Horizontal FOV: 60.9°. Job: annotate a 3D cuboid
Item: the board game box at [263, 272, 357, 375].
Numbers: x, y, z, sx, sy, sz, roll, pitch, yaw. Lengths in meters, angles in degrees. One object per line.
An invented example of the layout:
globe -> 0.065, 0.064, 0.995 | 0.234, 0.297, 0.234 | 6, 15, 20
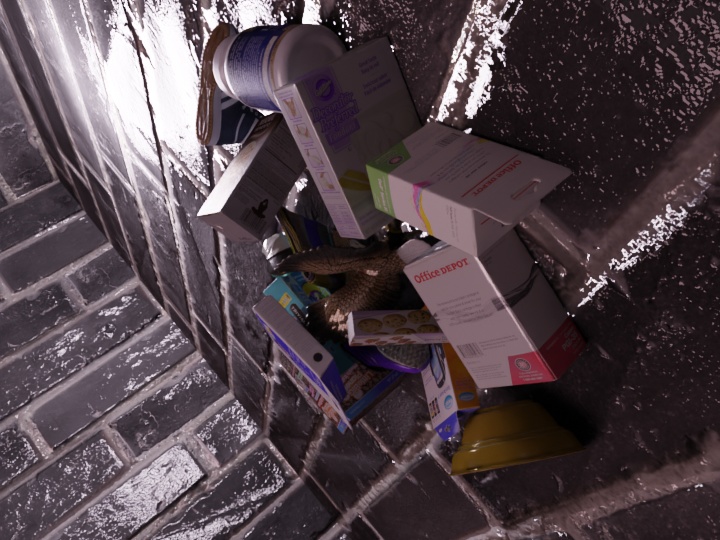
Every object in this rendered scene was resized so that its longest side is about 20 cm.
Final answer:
board game box -> -0.073, 0.091, 1.128 | 0.200, 0.047, 0.151 | 49, -165, 4

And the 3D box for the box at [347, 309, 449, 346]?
box -> 0.081, 0.080, 0.870 | 0.039, 0.199, 0.042 | 112, 155, -59

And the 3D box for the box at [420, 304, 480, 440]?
box -> 0.128, 0.151, 0.935 | 0.119, 0.041, 0.201 | 112, 149, -61

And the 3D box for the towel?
towel -> -0.071, -0.032, 1.027 | 0.144, 0.023, 0.200 | 64, -166, 17

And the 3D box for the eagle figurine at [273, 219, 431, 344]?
eagle figurine -> -0.003, 0.001, 0.893 | 0.152, 0.200, 0.151 | 47, 154, 9

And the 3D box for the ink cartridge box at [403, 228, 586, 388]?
ink cartridge box -> 0.168, 0.044, 0.786 | 0.200, 0.083, 0.146 | 57, 149, -5

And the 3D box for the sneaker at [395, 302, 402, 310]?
sneaker -> 0.065, 0.097, 1.082 | 0.087, 0.075, 0.200 | 14, 138, 6

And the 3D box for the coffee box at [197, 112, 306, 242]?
coffee box -> -0.157, -0.148, 0.961 | 0.080, 0.200, 0.114 | 37, 162, -28

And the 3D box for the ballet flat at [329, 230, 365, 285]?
ballet flat -> 0.000, 0.000, 1.030 | 0.071, 0.065, 0.200 | 48, -162, -51

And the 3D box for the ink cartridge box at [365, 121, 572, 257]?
ink cartridge box -> 0.117, -0.089, 0.677 | 0.200, 0.117, 0.067 | 31, 147, 40

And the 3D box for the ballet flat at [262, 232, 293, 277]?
ballet flat -> -0.146, -0.031, 1.107 | 0.069, 0.068, 0.200 | 63, 175, -8

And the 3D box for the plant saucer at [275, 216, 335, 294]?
plant saucer -> -0.091, -0.027, 1.145 | 0.200, 0.027, 0.200 | 54, 178, 3

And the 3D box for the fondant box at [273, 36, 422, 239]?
fondant box -> 0.003, -0.159, 0.752 | 0.058, 0.144, 0.200 | 9, 130, 56

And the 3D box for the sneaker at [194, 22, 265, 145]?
sneaker -> -0.212, -0.309, 1.039 | 0.070, 0.108, 0.201 | 34, 118, 40

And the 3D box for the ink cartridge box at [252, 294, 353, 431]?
ink cartridge box -> -0.073, 0.149, 0.964 | 0.200, 0.043, 0.198 | 45, 166, 22

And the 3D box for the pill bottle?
pill bottle -> -0.116, -0.277, 0.843 | 0.200, 0.116, 0.116 | 23, 140, 46

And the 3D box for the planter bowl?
planter bowl -> 0.216, 0.237, 0.888 | 0.200, 0.200, 0.084 | 126, 136, -63

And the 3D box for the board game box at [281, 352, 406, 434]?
board game box -> -0.036, 0.194, 1.237 | 0.200, 0.159, 0.097 | 45, 153, 16

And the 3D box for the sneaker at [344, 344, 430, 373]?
sneaker -> 0.042, 0.131, 1.003 | 0.200, 0.070, 0.100 | 21, 143, 44
